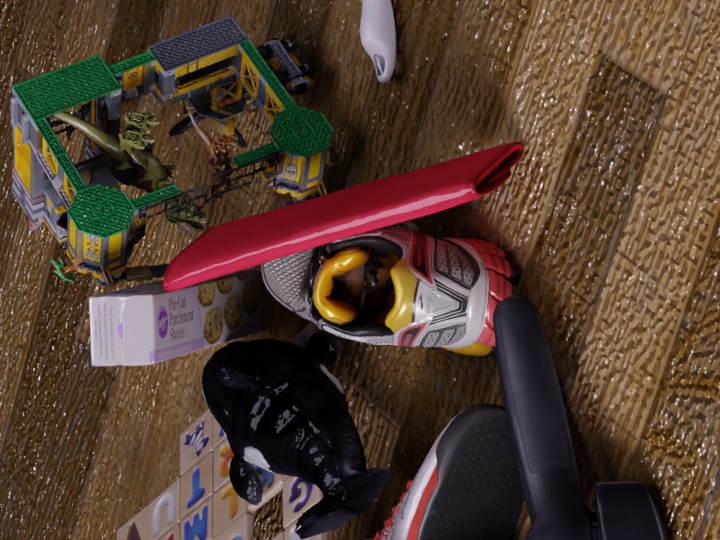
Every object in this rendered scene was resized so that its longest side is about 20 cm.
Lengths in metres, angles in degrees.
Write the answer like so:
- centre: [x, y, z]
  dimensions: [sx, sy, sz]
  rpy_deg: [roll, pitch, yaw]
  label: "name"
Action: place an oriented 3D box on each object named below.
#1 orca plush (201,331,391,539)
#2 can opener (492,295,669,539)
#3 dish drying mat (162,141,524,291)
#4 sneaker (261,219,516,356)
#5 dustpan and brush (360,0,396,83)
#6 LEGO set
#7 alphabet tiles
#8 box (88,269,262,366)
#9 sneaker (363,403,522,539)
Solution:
- centre: [-0.058, 0.084, 1.519]
  dimensions: [0.105, 0.071, 0.200]
  rpy_deg: [-51, 30, 18]
  label: "orca plush"
- centre: [0.098, 0.104, 1.361]
  dimensions: [0.064, 0.078, 0.201]
  rpy_deg: [94, 164, -50]
  label: "can opener"
- centre: [-0.010, -0.028, 1.458]
  dimensions: [0.199, 0.077, 0.018]
  rpy_deg: [-15, 103, 29]
  label: "dish drying mat"
- centre: [0.000, 0.000, 1.491]
  dimensions: [0.200, 0.082, 0.078]
  rpy_deg: [7, 92, 57]
  label: "sneaker"
- centre: [-0.005, -0.206, 1.559]
  dimensions: [0.139, 0.057, 0.201]
  rpy_deg: [-26, 58, 54]
  label: "dustpan and brush"
- centre: [-0.116, -0.054, 1.598]
  dimensions: [0.154, 0.199, 0.116]
  rpy_deg: [47, 151, 25]
  label: "LEGO set"
- centre: [-0.085, 0.145, 1.595]
  dimensions: [0.200, 0.008, 0.168]
  rpy_deg: [-40, 36, 34]
  label: "alphabet tiles"
- centre: [-0.103, 0.025, 1.559]
  dimensions: [0.038, 0.200, 0.042]
  rpy_deg: [-2, 93, 15]
  label: "box"
- centre: [0.021, 0.152, 1.456]
  dimensions: [0.108, 0.067, 0.203]
  rpy_deg: [30, 114, 51]
  label: "sneaker"
